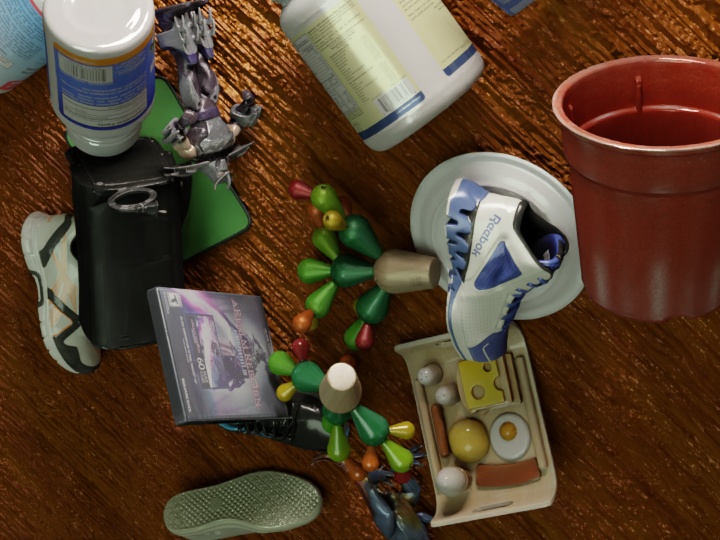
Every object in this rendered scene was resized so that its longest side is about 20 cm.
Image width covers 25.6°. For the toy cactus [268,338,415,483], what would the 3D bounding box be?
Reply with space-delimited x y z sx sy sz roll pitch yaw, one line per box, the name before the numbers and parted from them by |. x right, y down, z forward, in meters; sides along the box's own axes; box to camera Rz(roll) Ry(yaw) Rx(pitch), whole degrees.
toy cactus | -0.014 0.139 1.701 0.200 0.102 0.165 48 163 16

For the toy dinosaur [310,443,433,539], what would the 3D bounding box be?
toy dinosaur | 0.059 0.289 1.811 0.199 0.105 0.183 18 130 36

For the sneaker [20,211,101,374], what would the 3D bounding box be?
sneaker | -0.331 0.028 1.837 0.079 0.074 0.202 -5 111 20

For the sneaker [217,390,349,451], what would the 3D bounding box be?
sneaker | -0.112 0.169 1.811 0.198 0.082 0.074 17 115 11

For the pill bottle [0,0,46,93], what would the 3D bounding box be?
pill bottle | -0.344 -0.280 1.685 0.199 0.109 0.109 -28 101 28

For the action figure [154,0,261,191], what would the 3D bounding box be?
action figure | -0.166 -0.180 1.660 0.069 0.130 0.202 -7 102 33

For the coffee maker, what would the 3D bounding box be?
coffee maker | -0.255 -0.019 1.714 0.133 0.192 0.202 1 116 2

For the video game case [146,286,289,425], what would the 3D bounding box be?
video game case | -0.150 0.093 1.699 0.019 0.199 0.144 -20 77 27

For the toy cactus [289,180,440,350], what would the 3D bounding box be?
toy cactus | 0.000 0.000 1.674 0.164 0.102 0.202 1 110 27

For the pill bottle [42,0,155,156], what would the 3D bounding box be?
pill bottle | -0.265 -0.207 1.627 0.111 0.113 0.200 26 151 8

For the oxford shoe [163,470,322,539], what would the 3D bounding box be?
oxford shoe | -0.136 0.284 1.890 0.198 0.076 0.058 -11 150 16

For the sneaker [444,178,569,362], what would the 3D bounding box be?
sneaker | 0.149 0.007 1.590 0.114 0.081 0.201 9 124 24

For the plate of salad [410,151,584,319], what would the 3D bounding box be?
plate of salad | 0.147 -0.038 1.643 0.198 0.048 0.201 14 128 18

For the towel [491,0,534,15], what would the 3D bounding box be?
towel | 0.176 -0.326 1.460 0.200 0.146 0.024 -37 54 24

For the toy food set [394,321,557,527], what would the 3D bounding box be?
toy food set | 0.120 0.164 1.704 0.142 0.060 0.202 -15 84 25

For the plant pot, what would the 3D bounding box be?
plant pot | 0.282 -0.071 1.497 0.199 0.201 0.197 6 122 18

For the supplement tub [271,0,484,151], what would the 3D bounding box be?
supplement tub | 0.012 -0.235 1.550 0.145 0.145 0.201 -33 98 29

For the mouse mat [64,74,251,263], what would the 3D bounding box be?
mouse mat | -0.228 -0.103 1.778 0.160 0.008 0.201 -25 102 28
